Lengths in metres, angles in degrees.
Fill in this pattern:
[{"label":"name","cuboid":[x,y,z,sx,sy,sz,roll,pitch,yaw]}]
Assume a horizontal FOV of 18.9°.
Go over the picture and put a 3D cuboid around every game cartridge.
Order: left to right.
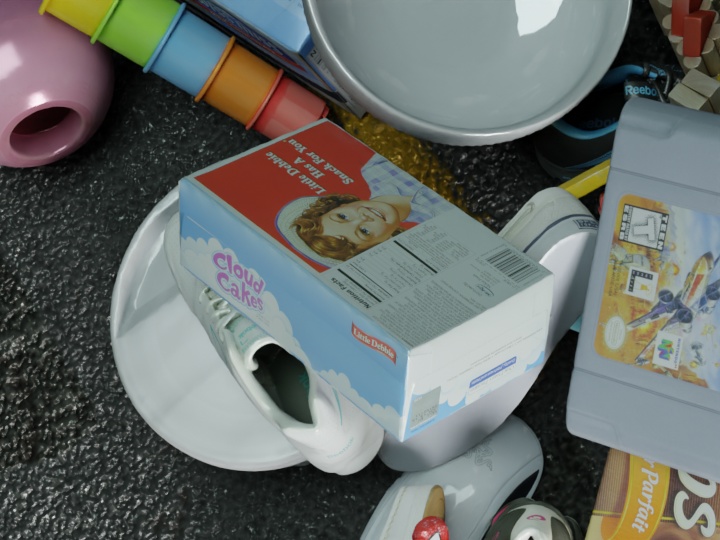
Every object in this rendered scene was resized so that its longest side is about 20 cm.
[{"label":"game cartridge","cuboid":[0.191,0.013,1.212,0.133,0.041,0.201,17,103,40]}]

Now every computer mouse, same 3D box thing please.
[{"label":"computer mouse","cuboid":[0.033,0.167,1.342,0.110,0.044,0.200,38,90,25]}]

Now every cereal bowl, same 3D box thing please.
[{"label":"cereal bowl","cuboid":[0.059,-0.169,1.305,0.199,0.083,0.202,1,82,-8]}]

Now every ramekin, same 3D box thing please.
[{"label":"ramekin","cuboid":[-0.053,0.033,1.382,0.201,0.094,0.204,-5,74,18]}]

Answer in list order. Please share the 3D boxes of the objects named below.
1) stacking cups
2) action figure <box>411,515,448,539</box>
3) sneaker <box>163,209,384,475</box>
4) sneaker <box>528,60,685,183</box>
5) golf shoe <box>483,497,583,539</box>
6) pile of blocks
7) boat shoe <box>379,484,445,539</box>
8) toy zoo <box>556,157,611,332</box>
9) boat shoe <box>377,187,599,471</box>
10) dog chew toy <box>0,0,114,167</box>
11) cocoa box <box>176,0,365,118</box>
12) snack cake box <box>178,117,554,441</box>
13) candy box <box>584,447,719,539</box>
[{"label":"stacking cups","cuboid":[-0.111,-0.148,1.427,0.199,0.060,0.061,28,85,-9]},{"label":"action figure","cuboid":[0.035,0.241,1.210,0.065,0.099,0.202,-1,97,43]},{"label":"sneaker","cuboid":[-0.059,0.030,1.291,0.070,0.080,0.201,-41,65,6]},{"label":"sneaker","cuboid":[0.199,-0.093,1.334,0.199,0.082,0.074,-8,70,16]},{"label":"golf shoe","cuboid":[0.075,0.233,1.276,0.077,0.088,0.201,14,89,9]},{"label":"pile of blocks","cuboid":[0.209,-0.158,1.279,0.082,0.062,0.201,-20,55,13]},{"label":"boat shoe","cuboid":[-0.005,0.216,1.289,0.069,0.071,0.201,19,90,19]},{"label":"toy zoo","cuboid":[0.200,-0.020,1.312,0.199,0.020,0.132,-28,100,10]},{"label":"boat shoe","cuboid":[0.072,0.033,1.305,0.200,0.071,0.070,-54,36,20]},{"label":"dog chew toy","cuboid":[-0.248,-0.170,1.498,0.124,0.125,0.201,-31,59,9]},{"label":"cocoa box","cuboid":[-0.055,-0.220,1.431,0.200,0.131,0.134,35,88,24]},{"label":"snack cake box","cuboid":[0.000,0.000,1.234,0.115,0.068,0.200,-26,47,-33]},{"label":"candy box","cuboid":[0.198,0.142,1.259,0.115,0.055,0.201,14,87,37]}]
